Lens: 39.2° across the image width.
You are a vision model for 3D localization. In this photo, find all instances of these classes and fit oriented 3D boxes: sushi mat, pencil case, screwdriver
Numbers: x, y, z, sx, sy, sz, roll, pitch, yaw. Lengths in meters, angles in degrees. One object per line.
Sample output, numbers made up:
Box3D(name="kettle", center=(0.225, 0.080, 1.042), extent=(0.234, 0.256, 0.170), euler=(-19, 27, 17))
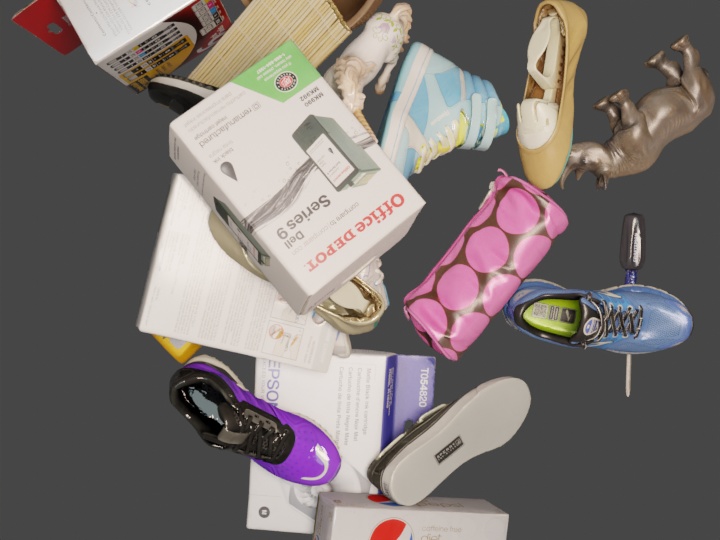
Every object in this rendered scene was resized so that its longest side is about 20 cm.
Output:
Box3D(name="sushi mat", center=(-0.100, -0.221, 1.047), extent=(0.200, 0.012, 0.096), euler=(-39, 89, 34))
Box3D(name="pencil case", center=(0.126, -0.006, 1.070), extent=(0.093, 0.091, 0.201), euler=(38, 93, -1))
Box3D(name="screwdriver", center=(0.292, 0.038, 1.103), extent=(0.029, 0.028, 0.202), euler=(3, 94, -30))

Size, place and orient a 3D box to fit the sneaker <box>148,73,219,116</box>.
Box3D(name="sneaker", center=(-0.143, -0.139, 1.040), extent=(0.198, 0.070, 0.091), euler=(20, 98, 18))

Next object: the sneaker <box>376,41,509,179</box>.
Box3D(name="sneaker", center=(0.084, -0.137, 1.042), extent=(0.129, 0.080, 0.202), euler=(21, 64, -5))

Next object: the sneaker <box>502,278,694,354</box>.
Box3D(name="sneaker", center=(0.249, 0.056, 1.060), extent=(0.198, 0.089, 0.079), euler=(3, 101, 6))

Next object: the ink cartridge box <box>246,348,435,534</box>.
Box3D(name="ink cartridge box", center=(-0.020, 0.186, 1.096), extent=(0.198, 0.041, 0.202), euler=(3, 92, 0))

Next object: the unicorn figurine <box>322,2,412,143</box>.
Box3D(name="unicorn figurine", center=(-0.002, -0.196, 1.018), extent=(0.073, 0.137, 0.202), euler=(22, 68, -6))

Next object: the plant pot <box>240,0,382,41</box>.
Box3D(name="plant pot", center=(-0.036, -0.341, 1.037), extent=(0.199, 0.093, 0.203), euler=(10, 110, 28))

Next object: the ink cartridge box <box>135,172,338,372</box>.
Box3D(name="ink cartridge box", center=(-0.113, 0.004, 1.032), extent=(0.198, 0.057, 0.164), euler=(14, 93, -17))

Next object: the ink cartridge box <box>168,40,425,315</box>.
Box3D(name="ink cartridge box", center=(-0.058, -0.084, 0.929), extent=(0.146, 0.084, 0.200), euler=(-39, 85, -18))

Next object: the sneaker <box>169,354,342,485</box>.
Box3D(name="sneaker", center=(-0.114, 0.164, 1.026), extent=(0.199, 0.100, 0.070), euler=(31, 97, 5))

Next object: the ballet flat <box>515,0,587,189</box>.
Box3D(name="ballet flat", center=(0.192, -0.190, 1.073), extent=(0.063, 0.068, 0.202), euler=(12, 85, -44))

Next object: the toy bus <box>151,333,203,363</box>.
Box3D(name="toy bus", center=(-0.143, 0.000, 1.078), extent=(0.200, 0.065, 0.078), euler=(-45, 92, 1))

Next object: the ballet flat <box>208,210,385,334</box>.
Box3D(name="ballet flat", center=(-0.058, -0.005, 0.986), extent=(0.199, 0.069, 0.070), euler=(34, 91, -12))

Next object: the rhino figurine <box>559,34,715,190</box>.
Box3D(name="rhino figurine", center=(0.292, -0.153, 1.079), extent=(0.200, 0.060, 0.088), euler=(-40, 96, 3))

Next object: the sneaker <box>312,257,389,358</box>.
Box3D(name="sneaker", center=(0.000, 0.000, 1.071), extent=(0.086, 0.075, 0.202), euler=(25, 94, 6))

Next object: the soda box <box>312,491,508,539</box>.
Box3D(name="soda box", center=(0.052, 0.275, 1.059), extent=(0.198, 0.064, 0.069), euler=(7, 91, -20))

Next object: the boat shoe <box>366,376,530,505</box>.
Box3D(name="boat shoe", center=(0.093, 0.171, 1.080), extent=(0.199, 0.064, 0.071), euler=(-30, 112, -22))

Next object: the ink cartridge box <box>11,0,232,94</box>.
Box3D(name="ink cartridge box", center=(-0.226, -0.245, 1.004), extent=(0.175, 0.200, 0.084), euler=(-32, 92, 0))
